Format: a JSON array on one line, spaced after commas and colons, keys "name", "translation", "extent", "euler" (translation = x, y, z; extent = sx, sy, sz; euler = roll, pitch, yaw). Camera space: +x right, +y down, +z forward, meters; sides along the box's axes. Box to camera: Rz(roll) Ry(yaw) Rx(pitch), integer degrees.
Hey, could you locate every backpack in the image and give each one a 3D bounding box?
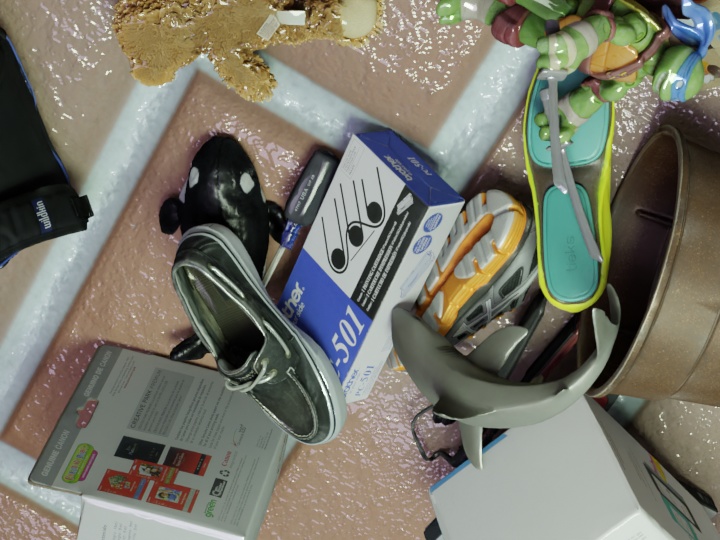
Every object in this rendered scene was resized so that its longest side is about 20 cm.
[{"name": "backpack", "translation": [-0.330, -0.072, 1.355], "extent": [0.154, 0.191, 0.200], "euler": [-7, 119, 34]}]

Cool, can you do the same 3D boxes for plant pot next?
[{"name": "plant pot", "translation": [0.282, 0.021, 1.283], "extent": [0.198, 0.200, 0.201], "euler": [17, 122, -6]}]

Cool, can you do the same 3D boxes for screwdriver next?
[{"name": "screwdriver", "translation": [-0.064, -0.004, 1.405], "extent": [0.029, 0.028, 0.200], "euler": [20, 107, -11]}]

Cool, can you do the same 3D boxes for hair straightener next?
[{"name": "hair straightener", "translation": [0.099, 0.087, 1.447], "extent": [0.077, 0.041, 0.200], "euler": [31, 125, -6]}]

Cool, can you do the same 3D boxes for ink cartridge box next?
[{"name": "ink cartridge box", "translation": [0.179, 0.219, 1.349], "extent": [0.147, 0.146, 0.200], "euler": [-38, 127, 12]}, {"name": "ink cartridge box", "translation": [-0.160, 0.162, 1.445], "extent": [0.175, 0.200, 0.084], "euler": [15, 122, 3]}, {"name": "ink cartridge box", "translation": [0.000, 0.000, 1.383], "extent": [0.094, 0.044, 0.200], "euler": [46, 127, 30]}]

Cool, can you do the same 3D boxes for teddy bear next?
[{"name": "teddy bear", "translation": [-0.080, -0.198, 1.311], "extent": [0.200, 0.067, 0.145], "euler": [-27, 120, 17]}]

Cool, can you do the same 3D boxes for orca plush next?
[{"name": "orca plush", "translation": [-0.122, -0.003, 1.418], "extent": [0.105, 0.071, 0.200], "euler": [22, 121, -1]}]

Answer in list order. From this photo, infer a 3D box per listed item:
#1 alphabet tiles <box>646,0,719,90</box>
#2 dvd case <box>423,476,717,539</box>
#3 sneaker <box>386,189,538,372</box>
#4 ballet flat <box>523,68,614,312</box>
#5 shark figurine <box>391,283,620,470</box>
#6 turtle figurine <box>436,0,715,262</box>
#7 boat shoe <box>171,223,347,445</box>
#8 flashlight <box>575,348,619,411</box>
[{"name": "alphabet tiles", "translation": [0.238, -0.193, 1.203], "extent": [0.200, 0.008, 0.167], "euler": [-12, 130, 48]}, {"name": "dvd case", "translation": [0.171, 0.203, 1.445], "extent": [0.200, 0.025, 0.150], "euler": [28, 114, -32]}, {"name": "sneaker", "translation": [0.084, 0.019, 1.389], "extent": [0.077, 0.078, 0.200], "euler": [11, 140, -33]}, {"name": "ballet flat", "translation": [0.155, -0.069, 1.315], "extent": [0.067, 0.067, 0.200], "euler": [0, 88, 15]}, {"name": "shark figurine", "translation": [0.098, 0.084, 1.270], "extent": [0.214, 0.089, 0.128], "euler": [-7, 91, 42]}, {"name": "turtle figurine", "translation": [0.119, -0.136, 1.214], "extent": [0.194, 0.144, 0.200], "euler": [38, 109, 23]}, {"name": "boat shoe", "translation": [-0.086, 0.061, 1.359], "extent": [0.072, 0.071, 0.200], "euler": [-27, 107, 30]}, {"name": "flashlight", "translation": [0.159, 0.121, 1.431], "extent": [0.068, 0.068, 0.200], "euler": [26, 123, -9]}]
